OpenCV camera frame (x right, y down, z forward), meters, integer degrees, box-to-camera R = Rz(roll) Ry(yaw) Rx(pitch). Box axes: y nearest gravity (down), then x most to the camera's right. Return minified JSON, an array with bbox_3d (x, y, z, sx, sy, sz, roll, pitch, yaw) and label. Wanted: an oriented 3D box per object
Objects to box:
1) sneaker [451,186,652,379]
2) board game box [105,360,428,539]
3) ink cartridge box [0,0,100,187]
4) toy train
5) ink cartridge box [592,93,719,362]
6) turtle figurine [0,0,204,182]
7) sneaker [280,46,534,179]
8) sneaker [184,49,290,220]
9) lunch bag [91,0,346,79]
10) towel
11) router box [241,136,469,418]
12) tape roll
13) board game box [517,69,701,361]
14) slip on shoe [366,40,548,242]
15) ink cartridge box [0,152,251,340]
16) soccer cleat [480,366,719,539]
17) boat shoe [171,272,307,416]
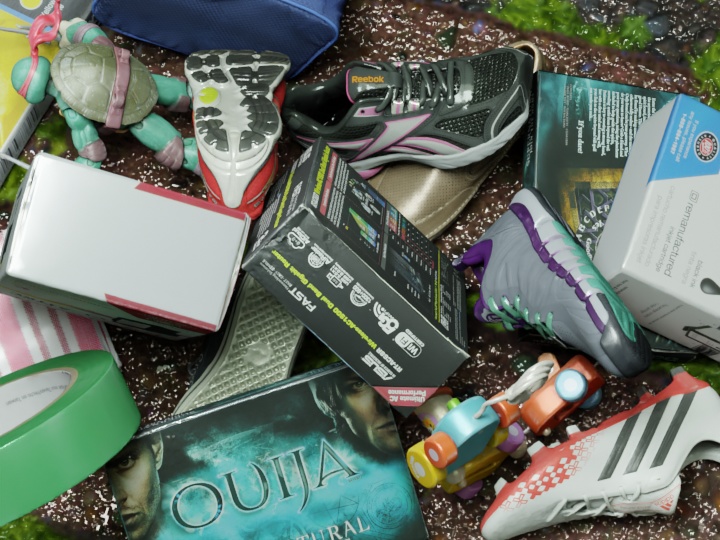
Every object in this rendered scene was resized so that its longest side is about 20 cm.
[{"bbox_3d":[0.127,0.028,1.365,0.087,0.074,0.200,-39,33,8],"label":"sneaker"},{"bbox_3d":[-0.066,0.150,1.395,0.199,0.028,0.136,-18,98,-7],"label":"board game box"},{"bbox_3d":[-0.318,-0.187,1.562,0.199,0.047,0.199,25,71,7],"label":"ink cartridge box"},{"bbox_3d":[0.097,0.090,1.387,0.150,0.200,0.056,-43,71,10],"label":"toy train"},{"bbox_3d":[0.278,-0.013,1.441,0.199,0.084,0.147,24,70,-8],"label":"ink cartridge box"},{"bbox_3d":[-0.189,-0.120,1.486,0.199,0.101,0.151,15,72,-18],"label":"turtle figurine"},{"bbox_3d":[0.029,-0.119,1.464,0.199,0.086,0.081,-18,57,25],"label":"sneaker"},{"bbox_3d":[-0.090,-0.098,1.441,0.076,0.086,0.200,2,30,1],"label":"sneaker"},{"bbox_3d":[-0.092,-0.240,1.515,0.199,0.136,0.133,17,68,-23],"label":"lunch bag"},{"bbox_3d":[-0.288,0.055,1.472,0.199,0.030,0.147,-24,70,-9],"label":"towel"},{"bbox_3d":[0.000,0.000,1.382,0.150,0.200,0.062,43,103,-10],"label":"router box"},{"bbox_3d":[-0.244,0.120,1.339,0.199,0.200,0.048,-26,103,-10],"label":"tape roll"},{"bbox_3d":[0.184,-0.040,1.481,0.134,0.028,0.202,8,74,-15],"label":"board game box"},{"bbox_3d":[0.071,-0.093,1.513,0.200,0.061,0.076,-42,74,-15],"label":"slip on shoe"},{"bbox_3d":[-0.167,-0.011,1.375,0.145,0.200,0.083,16,83,-11],"label":"ink cartridge box"},{"bbox_3d":[0.177,0.145,1.416,0.199,0.069,0.085,-28,67,-16],"label":"soccer cleat"},{"bbox_3d":[-0.087,0.081,1.441,0.074,0.062,0.201,23,88,-7],"label":"boat shoe"}]
